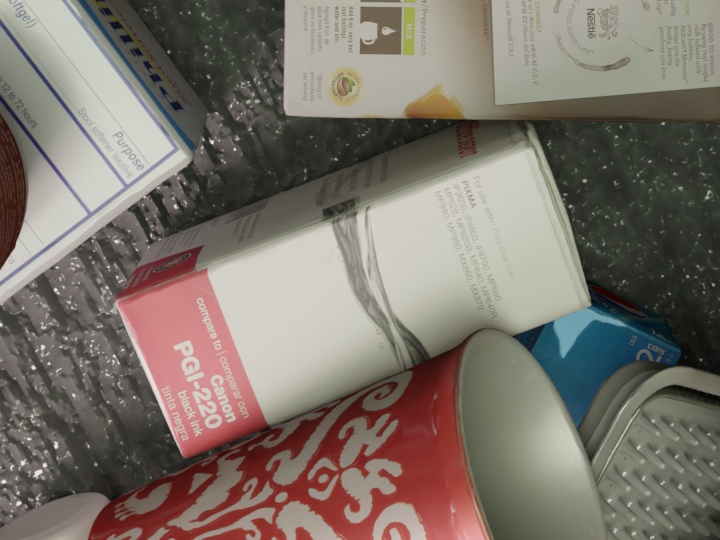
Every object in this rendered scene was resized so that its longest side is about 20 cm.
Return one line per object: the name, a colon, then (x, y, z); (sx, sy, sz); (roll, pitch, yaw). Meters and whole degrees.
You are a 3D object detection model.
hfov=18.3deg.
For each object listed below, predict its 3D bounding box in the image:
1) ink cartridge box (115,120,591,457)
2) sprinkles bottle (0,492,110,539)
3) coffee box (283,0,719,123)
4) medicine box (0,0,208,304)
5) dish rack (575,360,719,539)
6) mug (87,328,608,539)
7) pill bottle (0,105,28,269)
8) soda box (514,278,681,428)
ink cartridge box: (0.000, 0.000, 1.038); (0.198, 0.146, 0.085); (-22, 100, 6)
sprinkles bottle: (-0.123, 0.215, 1.128); (0.068, 0.068, 0.202); (-19, 102, 5)
coffee box: (0.065, -0.116, 1.028); (0.198, 0.114, 0.081); (1, 104, 1)
medicine box: (-0.202, -0.076, 1.044); (0.199, 0.103, 0.183); (-36, 100, 7)
dish rack: (0.148, 0.123, 1.076); (0.199, 0.043, 0.173); (15, 107, -44)
mug: (-0.007, 0.139, 0.953); (0.199, 0.133, 0.179); (-21, 62, 24)
pill bottle: (-0.194, -0.026, 0.900); (0.111, 0.200, 0.113); (0, 103, 1)
soda box: (0.081, 0.104, 1.103); (0.067, 0.064, 0.201); (26, 101, -5)
